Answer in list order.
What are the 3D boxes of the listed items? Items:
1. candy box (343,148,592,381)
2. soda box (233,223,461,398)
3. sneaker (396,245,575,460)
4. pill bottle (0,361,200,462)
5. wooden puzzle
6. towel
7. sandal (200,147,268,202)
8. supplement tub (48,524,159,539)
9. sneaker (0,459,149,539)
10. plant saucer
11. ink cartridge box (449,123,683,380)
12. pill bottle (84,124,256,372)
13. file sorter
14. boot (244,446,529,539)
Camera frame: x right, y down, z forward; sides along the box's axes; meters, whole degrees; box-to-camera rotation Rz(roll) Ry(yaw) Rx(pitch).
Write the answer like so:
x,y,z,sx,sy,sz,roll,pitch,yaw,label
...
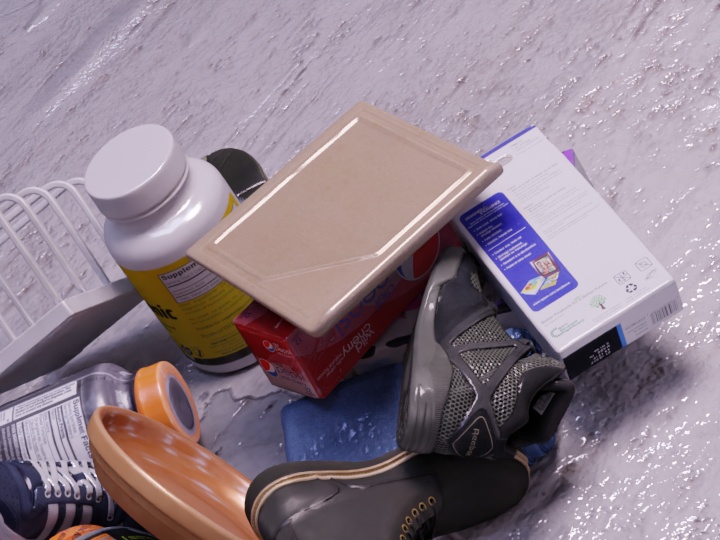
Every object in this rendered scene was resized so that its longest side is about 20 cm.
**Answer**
x,y,z,sx,sy,sz,roll,pitch,yaw,label
0.086,0.012,1.710,0.199,0.072,0.168,-19,35,18,candy box
0.000,0.000,1.664,0.063,0.070,0.200,16,56,45,soda box
0.087,0.062,1.553,0.113,0.077,0.200,13,33,-5,sneaker
-0.227,0.140,1.766,0.199,0.107,0.107,-22,34,13,pill bottle
-0.012,-0.037,1.631,0.185,0.037,0.200,-41,34,-16,wooden puzzle
0.042,0.117,1.616,0.199,0.049,0.112,-19,54,17,towel
-0.093,-0.044,1.953,0.080,0.058,0.201,-38,47,-20,sandal
-0.148,0.251,1.536,0.122,0.123,0.199,-43,34,-18,supplement tub
-0.210,0.160,1.631,0.108,0.200,0.070,-38,54,6,sneaker
-0.112,0.166,1.569,0.038,0.199,0.200,-55,33,5,plant saucer
0.137,-0.016,1.601,0.099,0.039,0.200,-31,48,-4,ink cartridge box
-0.139,-0.020,1.811,0.110,0.201,0.112,-19,39,17,pill bottle
-0.277,0.010,1.845,0.138,0.125,0.200,-37,-4,19,file sorter
0.036,0.178,1.482,0.198,0.078,0.138,-11,26,-15,boot
